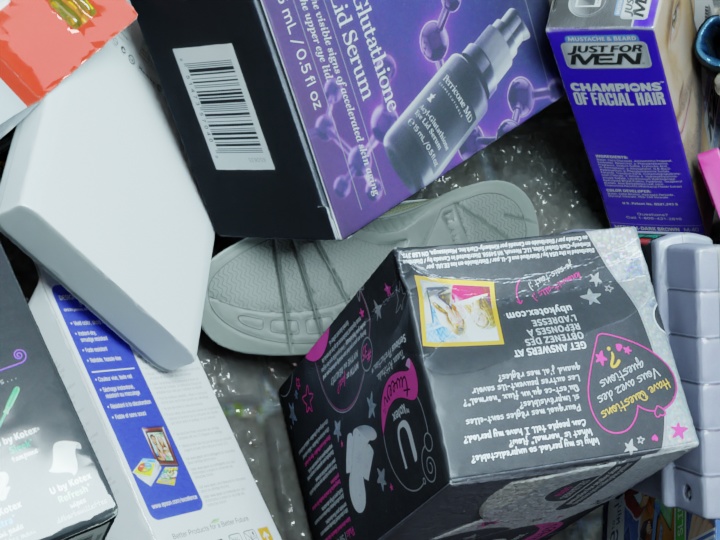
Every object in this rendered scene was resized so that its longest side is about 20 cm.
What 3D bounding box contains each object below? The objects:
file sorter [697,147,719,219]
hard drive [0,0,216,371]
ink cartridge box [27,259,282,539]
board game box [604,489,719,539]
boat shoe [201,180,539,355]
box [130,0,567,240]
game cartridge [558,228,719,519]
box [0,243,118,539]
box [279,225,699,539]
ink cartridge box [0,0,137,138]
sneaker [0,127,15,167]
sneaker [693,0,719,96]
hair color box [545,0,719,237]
[{"bbox_3d":[0.290,0.021,0.926,0.125,0.139,0.201,-21,70,14],"label":"file sorter"},{"bbox_3d":[-0.119,-0.065,0.845,0.132,0.027,0.201,47,34,-38],"label":"hard drive"},{"bbox_3d":[-0.111,0.069,0.823,0.095,0.037,0.201,-2,64,-59],"label":"ink cartridge box"},{"bbox_3d":[0.171,0.117,0.869,0.034,0.135,0.201,13,64,-13],"label":"board game box"},{"bbox_3d":[0.000,-0.002,0.911,0.201,0.065,0.075,-19,93,-20],"label":"boat shoe"},{"bbox_3d":[0.000,-0.123,0.865,0.200,0.104,0.149,-35,115,-36],"label":"box"},{"bbox_3d":[0.137,0.045,0.833,0.038,0.200,0.130,-7,94,-14],"label":"game cartridge"},{"bbox_3d":[-0.205,0.059,0.769,0.106,0.122,0.201,-20,75,-24],"label":"box"},{"bbox_3d":[0.056,0.073,0.810,0.132,0.200,0.115,-5,70,-21],"label":"box"},{"bbox_3d":[-0.214,-0.123,0.737,0.160,0.047,0.200,47,62,-5],"label":"ink cartridge box"},{"bbox_3d":[-0.259,-0.055,0.832,0.199,0.077,0.078,-21,43,-9],"label":"sneaker"},{"bbox_3d":[0.219,-0.115,0.916,0.072,0.200,0.072,5,72,8],"label":"sneaker"},{"bbox_3d":[0.165,-0.114,0.938,0.065,0.200,0.110,3,58,25],"label":"hair color box"}]
